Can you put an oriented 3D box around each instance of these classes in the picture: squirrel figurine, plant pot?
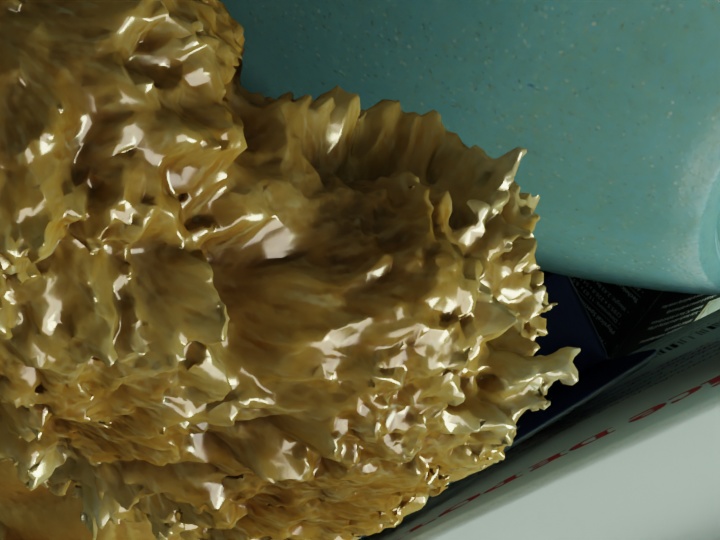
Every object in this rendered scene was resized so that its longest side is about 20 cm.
[{"bbox_3d":[-0.060,-0.002,0.498,0.141,0.200,0.187,-38,129,-18],"label":"squirrel figurine"},{"bbox_3d":[0.071,-0.073,0.611,0.199,0.135,0.201,-29,149,-19],"label":"plant pot"}]

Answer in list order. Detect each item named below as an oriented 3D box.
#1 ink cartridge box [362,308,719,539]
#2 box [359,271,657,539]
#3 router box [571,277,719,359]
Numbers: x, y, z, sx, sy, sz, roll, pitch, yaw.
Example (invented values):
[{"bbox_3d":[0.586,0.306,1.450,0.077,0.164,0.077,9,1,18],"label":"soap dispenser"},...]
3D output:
[{"bbox_3d":[0.090,0.097,0.677,0.147,0.145,0.200,-26,180,2],"label":"ink cartridge box"},{"bbox_3d":[-0.015,0.045,0.715,0.121,0.033,0.200,-29,-175,-23],"label":"box"},{"bbox_3d":[0.135,-0.043,0.834,0.200,0.052,0.158,-17,147,-52],"label":"router box"}]
